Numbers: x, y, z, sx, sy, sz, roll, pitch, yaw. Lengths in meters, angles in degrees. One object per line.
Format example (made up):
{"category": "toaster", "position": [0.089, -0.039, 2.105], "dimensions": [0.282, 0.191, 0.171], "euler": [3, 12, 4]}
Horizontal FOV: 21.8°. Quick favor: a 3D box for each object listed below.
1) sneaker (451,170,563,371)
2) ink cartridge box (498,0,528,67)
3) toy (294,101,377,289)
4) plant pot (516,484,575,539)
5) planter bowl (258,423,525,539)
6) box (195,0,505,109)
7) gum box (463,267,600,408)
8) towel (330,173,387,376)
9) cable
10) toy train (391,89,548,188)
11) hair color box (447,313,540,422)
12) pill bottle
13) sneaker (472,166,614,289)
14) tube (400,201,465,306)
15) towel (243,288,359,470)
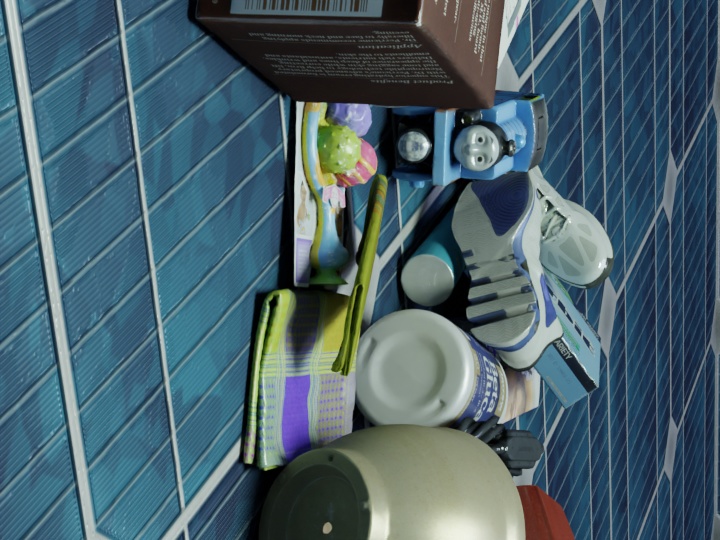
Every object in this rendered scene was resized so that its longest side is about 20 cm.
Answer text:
{"category": "sneaker", "position": [0.139, 0.014, 1.746], "dimensions": [0.115, 0.081, 0.199], "euler": [62, 23, -51]}
{"category": "ink cartridge box", "position": [0.076, -0.235, 1.613], "dimensions": [0.200, 0.117, 0.067], "euler": [-64, 154, -47]}
{"category": "toy", "position": [-0.015, -0.084, 1.486], "dimensions": [0.115, 0.047, 0.200], "euler": [7, 88, -73]}
{"category": "plant pot", "position": [0.121, 0.306, 1.781], "dimensions": [0.200, 0.200, 0.176], "euler": [44, 40, -66]}
{"category": "planter bowl", "position": [0.007, 0.207, 1.439], "dimensions": [0.135, 0.200, 0.200], "euler": [21, 73, -43]}
{"category": "box", "position": [0.003, -0.221, 1.325], "dimensions": [0.200, 0.166, 0.164], "euler": [33, 62, -69]}
{"category": "gum box", "position": [0.178, 0.037, 1.895], "dimensions": [0.170, 0.045, 0.200], "euler": [53, 14, -5]}
{"category": "towel", "position": [0.000, 0.000, 1.504], "dimensions": [0.200, 0.018, 0.086], "euler": [-78, 177, -62]}
{"category": "cable", "position": [0.062, 0.176, 1.629], "dimensions": [0.200, 0.163, 0.051], "euler": [7, 60, -61]}
{"category": "toy train", "position": [0.100, -0.124, 1.713], "dimensions": [0.200, 0.114, 0.087], "euler": [-28, 120, -68]}
{"category": "hair color box", "position": [0.139, 0.099, 1.959], "dimensions": [0.200, 0.065, 0.109], "euler": [-8, 102, -69]}
{"category": "pill bottle", "position": [0.070, 0.105, 1.680], "dimensions": [0.200, 0.111, 0.111], "euler": [33, 63, -69]}
{"category": "sneaker", "position": [0.164, -0.062, 1.871], "dimensions": [0.076, 0.201, 0.115], "euler": [-47, 152, 16]}
{"category": "tube", "position": [0.085, -0.020, 1.809], "dimensions": [0.200, 0.050, 0.077], "euler": [-52, 156, -67]}
{"category": "towel", "position": [-0.042, 0.086, 1.486], "dimensions": [0.200, 0.023, 0.144], "euler": [13, 83, -71]}
